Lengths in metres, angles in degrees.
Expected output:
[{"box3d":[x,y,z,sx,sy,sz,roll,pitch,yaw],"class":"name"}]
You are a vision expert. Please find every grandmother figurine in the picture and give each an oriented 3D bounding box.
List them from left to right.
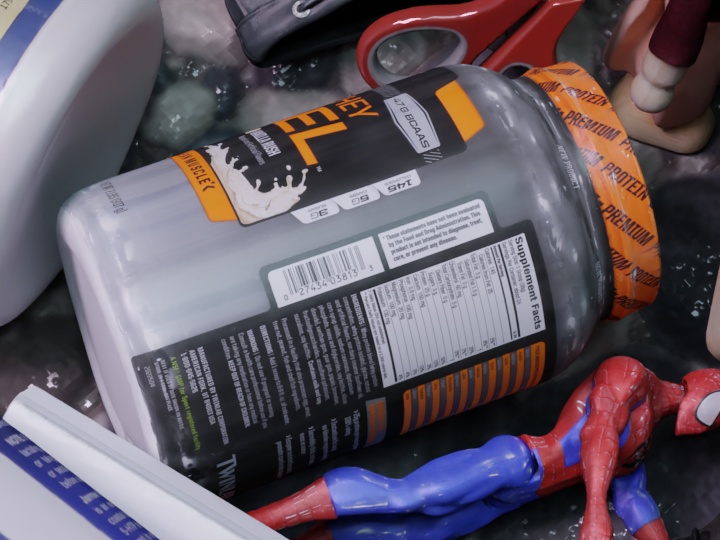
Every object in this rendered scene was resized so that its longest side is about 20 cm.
[{"box3d":[0.129,-0.111,1.090,0.060,0.200,0.122,19,66,5],"class":"grandmother figurine"}]

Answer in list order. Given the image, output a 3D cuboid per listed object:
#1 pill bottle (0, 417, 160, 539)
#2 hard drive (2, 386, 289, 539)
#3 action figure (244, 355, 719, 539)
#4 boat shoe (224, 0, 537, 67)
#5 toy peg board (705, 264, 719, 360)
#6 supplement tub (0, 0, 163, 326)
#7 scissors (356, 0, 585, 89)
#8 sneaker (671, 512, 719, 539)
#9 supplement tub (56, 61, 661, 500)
[{"box3d":[-0.139,0.105,0.959,0.200,0.120,0.120,37,69,7],"class":"pill bottle"},{"box3d":[-0.058,0.146,1.021,0.199,0.027,0.132,30,109,10],"class":"hard drive"},{"box3d":[0.057,0.098,1.070,0.199,0.065,0.099,-24,64,-12],"class":"action figure"},{"box3d":[0.042,-0.115,1.156,0.198,0.075,0.067,-6,72,-9],"class":"boat shoe"},{"box3d":[0.238,-0.043,0.968,0.199,0.098,0.201,19,73,-19],"class":"toy peg board"},{"box3d":[-0.188,-0.083,1.088,0.199,0.145,0.145,28,68,8],"class":"supplement tub"},{"box3d":[0.083,-0.108,1.107,0.073,0.200,0.014,43,29,-23],"class":"scissors"},{"box3d":[0.097,0.130,1.012,0.090,0.076,0.201,34,95,3],"class":"sneaker"},{"box3d":[0.000,0.000,1.076,0.199,0.123,0.123,-19,69,-12],"class":"supplement tub"}]
